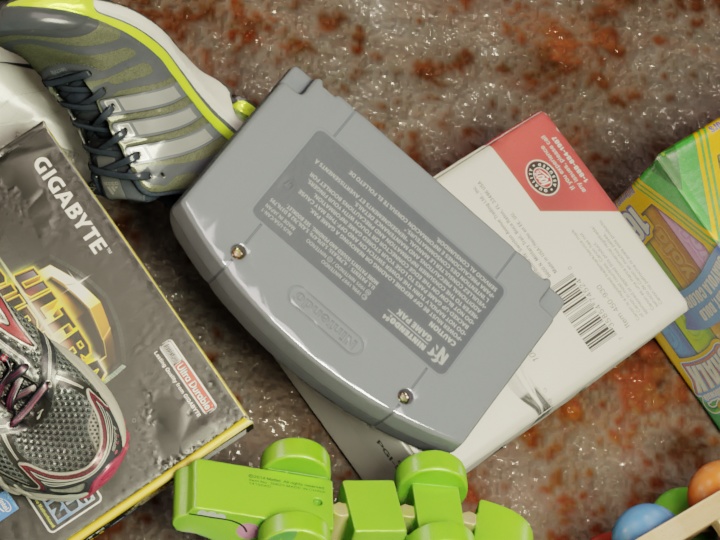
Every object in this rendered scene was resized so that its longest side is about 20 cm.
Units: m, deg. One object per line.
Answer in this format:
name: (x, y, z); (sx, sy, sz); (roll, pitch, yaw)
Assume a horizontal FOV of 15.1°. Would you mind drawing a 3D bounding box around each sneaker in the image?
sneaker: (-0.125, -0.082, 1.452); (0.200, 0.074, 0.081); (34, 66, -35)
sneaker: (-0.184, -0.079, 1.515); (0.200, 0.076, 0.081); (2, 78, -16)
sneaker: (-0.205, 0.044, 1.387); (0.200, 0.075, 0.081); (39, 82, 5)

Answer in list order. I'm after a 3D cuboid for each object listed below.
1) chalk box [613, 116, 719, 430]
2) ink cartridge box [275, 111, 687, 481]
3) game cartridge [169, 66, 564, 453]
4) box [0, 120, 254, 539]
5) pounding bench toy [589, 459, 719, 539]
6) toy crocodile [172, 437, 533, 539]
chalk box: (0.250, 0.009, 1.593); (0.124, 0.124, 0.200); (-32, 81, -26)
ink cartridge box: (0.061, 0.025, 1.545); (0.200, 0.083, 0.147); (-32, 83, -26)
game cartridge: (0.000, 0.000, 1.461); (0.200, 0.040, 0.133); (41, 60, -4)
box: (-0.177, 0.046, 1.449); (0.160, 0.049, 0.200); (-34, 82, -4)
pounding bench toy: (0.230, 0.178, 1.518); (0.200, 0.124, 0.156); (-26, 79, -26)
toy crocodile: (-0.002, 0.135, 1.425); (0.200, 0.062, 0.068); (7, 42, -15)
